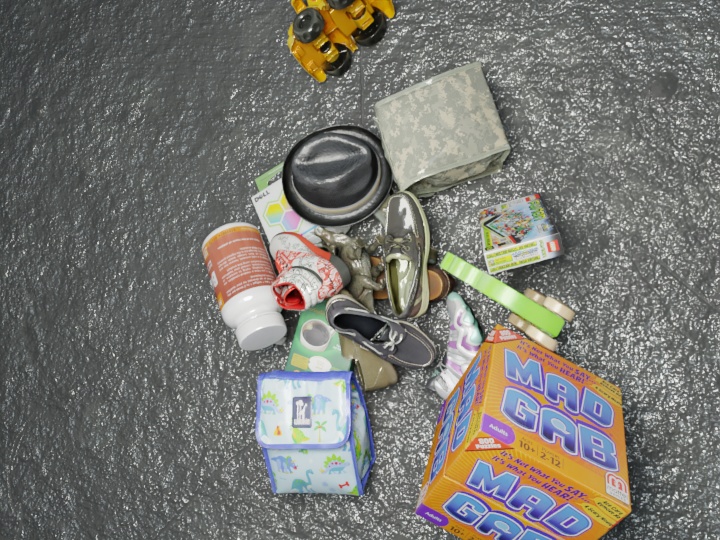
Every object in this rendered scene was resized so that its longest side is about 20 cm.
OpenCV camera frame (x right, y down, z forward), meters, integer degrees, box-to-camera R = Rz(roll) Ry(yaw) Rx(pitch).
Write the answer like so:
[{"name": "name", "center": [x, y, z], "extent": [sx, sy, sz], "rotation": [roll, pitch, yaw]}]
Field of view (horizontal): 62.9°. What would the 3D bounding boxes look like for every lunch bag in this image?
[{"name": "lunch bag", "center": [0.130, -0.226, 0.989], "extent": [0.195, 0.118, 0.168], "rotation": [-17, 77, 0]}, {"name": "lunch bag", "center": [-0.075, 0.260, 0.972], "extent": [0.166, 0.128, 0.205], "rotation": [-4, 107, 15]}]

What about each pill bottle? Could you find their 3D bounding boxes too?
[{"name": "pill bottle", "center": [-0.197, 0.028, 1.016], "extent": [0.111, 0.112, 0.203], "rotation": [-30, 64, 12]}]

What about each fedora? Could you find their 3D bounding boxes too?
[{"name": "fedora", "center": [-0.044, -0.171, 0.985], "extent": [0.195, 0.092, 0.206], "rotation": [-1, 81, 6]}]

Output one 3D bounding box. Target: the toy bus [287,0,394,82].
[{"name": "toy bus", "center": [-0.066, -0.492, 1.100], "extent": [0.199, 0.135, 0.194], "rotation": [-40, 60, 12]}]

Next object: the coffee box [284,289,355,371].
[{"name": "coffee box", "center": [-0.059, 0.129, 1.055], "extent": [0.120, 0.044, 0.205], "rotation": [14, 88, 17]}]

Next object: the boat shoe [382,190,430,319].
[{"name": "boat shoe", "center": [0.069, -0.024, 0.931], "extent": [0.070, 0.066, 0.207], "rotation": [-3, 93, 29]}]

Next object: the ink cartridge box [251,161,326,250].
[{"name": "ink cartridge box", "center": [-0.136, -0.117, 1.103], "extent": [0.102, 0.059, 0.204], "rotation": [-28, 75, 14]}]

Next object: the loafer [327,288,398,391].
[{"name": "loafer", "center": [-0.009, 0.115, 0.982], "extent": [0.067, 0.076, 0.203], "rotation": [-32, 91, -10]}]

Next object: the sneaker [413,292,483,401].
[{"name": "sneaker", "center": [0.144, 0.150, 0.968], "extent": [0.137, 0.078, 0.204], "rotation": [-24, 76, 13]}]

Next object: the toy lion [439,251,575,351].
[{"name": "toy lion", "center": [0.211, 0.032, 0.905], "extent": [0.189, 0.200, 0.070], "rotation": [31, 95, 0]}]

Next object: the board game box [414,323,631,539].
[{"name": "board game box", "center": [0.218, 0.246, 0.805], "extent": [0.196, 0.201, 0.202], "rotation": [26, 128, 2]}]

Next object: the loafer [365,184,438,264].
[{"name": "loafer", "center": [0.071, -0.094, 1.025], "extent": [0.070, 0.075, 0.201], "rotation": [-45, 72, 12]}]

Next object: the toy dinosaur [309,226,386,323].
[{"name": "toy dinosaur", "center": [0.000, 0.000, 0.986], "extent": [0.102, 0.076, 0.203], "rotation": [-29, 89, 49]}]

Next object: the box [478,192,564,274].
[{"name": "box", "center": [0.241, -0.062, 0.906], "extent": [0.108, 0.201, 0.035], "rotation": [-16, 110, 15]}]

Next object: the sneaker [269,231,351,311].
[{"name": "sneaker", "center": [-0.117, 0.000, 0.967], "extent": [0.199, 0.107, 0.069], "rotation": [24, 135, 40]}]

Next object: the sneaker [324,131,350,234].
[{"name": "sneaker", "center": [-0.058, -0.159, 1.087], "extent": [0.103, 0.075, 0.205], "rotation": [5, 82, 34]}]

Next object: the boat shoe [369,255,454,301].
[{"name": "boat shoe", "center": [0.066, 0.015, 1.016], "extent": [0.196, 0.070, 0.072], "rotation": [13, 103, 30]}]

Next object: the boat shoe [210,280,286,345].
[{"name": "boat shoe", "center": [-0.200, 0.054, 1.101], "extent": [0.200, 0.072, 0.066], "rotation": [43, 101, 26]}]

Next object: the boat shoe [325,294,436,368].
[{"name": "boat shoe", "center": [0.033, 0.107, 0.918], "extent": [0.197, 0.063, 0.074], "rotation": [28, 101, -10]}]
